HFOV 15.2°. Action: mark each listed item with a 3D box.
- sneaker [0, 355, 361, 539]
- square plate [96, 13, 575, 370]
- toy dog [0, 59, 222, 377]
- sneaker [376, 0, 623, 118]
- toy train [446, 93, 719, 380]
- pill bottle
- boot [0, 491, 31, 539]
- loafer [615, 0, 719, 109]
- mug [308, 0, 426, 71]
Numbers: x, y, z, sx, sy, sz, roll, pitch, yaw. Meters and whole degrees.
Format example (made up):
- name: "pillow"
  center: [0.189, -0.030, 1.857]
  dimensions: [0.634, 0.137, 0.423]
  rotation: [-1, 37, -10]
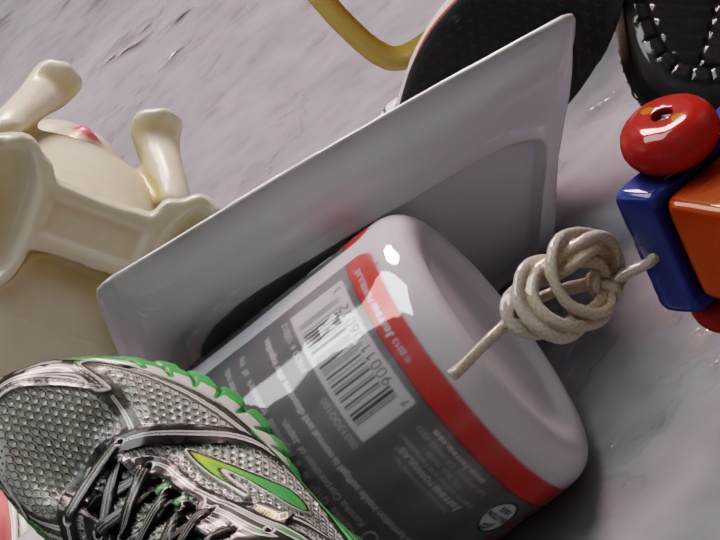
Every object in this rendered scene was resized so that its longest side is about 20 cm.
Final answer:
- name: "sneaker"
  center: [-0.046, 0.086, 0.856]
  dimensions: [0.078, 0.200, 0.085]
  rotation: [-61, -24, 4]
- name: "square plate"
  center: [0.000, 0.000, 1.029]
  dimensions: [0.198, 0.028, 0.200]
  rotation: [-31, -19, -10]
- name: "toy dog"
  center: [-0.157, -0.011, 1.421]
  dimensions: [0.200, 0.139, 0.194]
  rotation: [-117, 39, -69]
- name: "sneaker"
  center: [0.048, -0.078, 1.151]
  dimensions: [0.201, 0.067, 0.108]
  rotation: [-60, 6, 29]
- name: "toy train"
  center: [0.135, -0.008, 0.869]
  dimensions: [0.200, 0.085, 0.116]
  rotation: [-39, 30, -20]
- name: "pill bottle"
  center: [-0.029, 0.081, 0.958]
  dimensions: [0.200, 0.116, 0.116]
  rotation: [-38, 20, 12]
- name: "boot"
  center: [-0.189, 0.134, 1.009]
  dimensions: [0.072, 0.144, 0.200]
  rotation: [127, 147, -46]
- name: "loafer"
  center: [0.141, -0.115, 1.145]
  dimensions: [0.200, 0.073, 0.071]
  rotation: [-82, 1, -52]
- name: "mug"
  center: [0.065, -0.195, 1.312]
  dimensions: [0.187, 0.153, 0.149]
  rotation: [-33, 22, 27]
